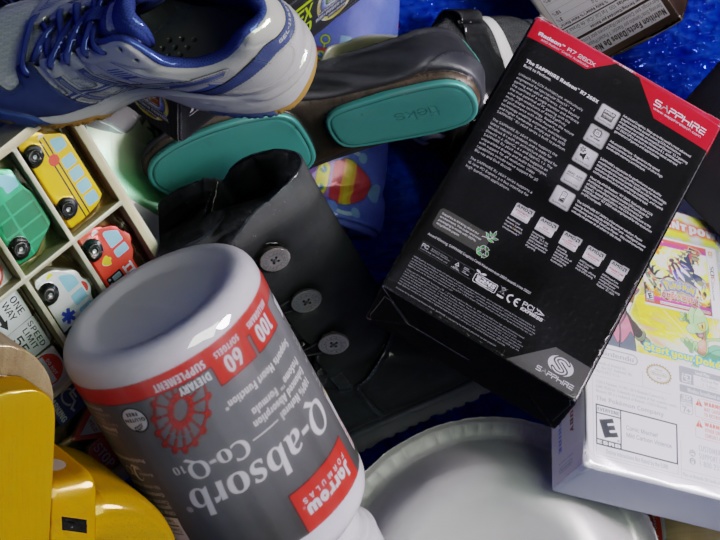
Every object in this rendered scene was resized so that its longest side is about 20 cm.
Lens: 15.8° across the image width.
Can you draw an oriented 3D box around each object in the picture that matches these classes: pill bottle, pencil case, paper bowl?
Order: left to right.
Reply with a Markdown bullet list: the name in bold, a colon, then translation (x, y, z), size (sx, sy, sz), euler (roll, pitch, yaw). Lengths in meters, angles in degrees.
- **pill bottle**: translation (-0.066, 0.096, 1.390), size (0.116, 0.115, 0.201), euler (-44, 119, -30)
- **pencil case**: translation (-0.017, -0.109, 1.526), size (0.077, 0.087, 0.202), euler (8, 77, -8)
- **paper bowl**: translation (0.076, 0.184, 1.482), size (0.199, 0.104, 0.202), euler (-1, 81, 4)

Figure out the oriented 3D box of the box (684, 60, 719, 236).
- **box**: translation (0.302, -0.064, 1.530), size (0.200, 0.104, 0.182), euler (46, 46, 7)

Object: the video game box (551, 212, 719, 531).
- **video game box**: translation (0.202, 0.059, 1.491), size (0.199, 0.047, 0.183), euler (16, 59, -21)

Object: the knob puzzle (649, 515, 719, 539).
- **knob puzzle**: translation (0.176, 0.184, 1.550), size (0.030, 0.219, 0.222), euler (-4, 87, -36)

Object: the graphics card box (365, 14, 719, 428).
- **graphics card box**: translation (0.103, -0.028, 1.430), size (0.125, 0.051, 0.201), euler (30, 63, 0)

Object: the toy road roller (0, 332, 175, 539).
- **toy road roller**: translation (-0.173, 0.114, 1.336), size (0.145, 0.123, 0.202), euler (-10, 113, -33)

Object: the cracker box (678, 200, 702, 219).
- **cracker box**: translation (0.204, 0.011, 1.629), size (0.057, 0.134, 0.202), euler (-1, 84, -33)

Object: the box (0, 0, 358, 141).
- **box**: translation (-0.092, -0.178, 1.447), size (0.160, 0.044, 0.200), euler (36, 57, 22)

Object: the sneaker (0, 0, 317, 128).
- **sneaker**: translation (-0.124, -0.123, 1.322), size (0.088, 0.198, 0.076), euler (58, 31, -66)

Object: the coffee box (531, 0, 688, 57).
- **coffee box**: translation (0.124, -0.240, 1.612), size (0.200, 0.080, 0.113), euler (53, 28, -18)

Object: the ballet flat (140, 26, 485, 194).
- **ballet flat**: translation (-0.027, -0.094, 1.449), size (0.198, 0.073, 0.074), euler (-14, 93, 9)

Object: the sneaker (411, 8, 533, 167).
- **sneaker**: translation (0.067, -0.061, 1.589), size (0.111, 0.073, 0.202), euler (5, 73, -31)

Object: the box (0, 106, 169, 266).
- **box**: translation (-0.165, -0.047, 1.443), size (0.199, 0.036, 0.146), euler (4, 82, -35)

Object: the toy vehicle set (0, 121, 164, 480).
- **toy vehicle set**: translation (-0.162, 0.020, 1.401), size (0.124, 0.026, 0.201), euler (-41, 119, -20)

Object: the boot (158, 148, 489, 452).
- **boot**: translation (-0.001, 0.001, 1.462), size (0.164, 0.066, 0.200), euler (-33, 125, 4)
